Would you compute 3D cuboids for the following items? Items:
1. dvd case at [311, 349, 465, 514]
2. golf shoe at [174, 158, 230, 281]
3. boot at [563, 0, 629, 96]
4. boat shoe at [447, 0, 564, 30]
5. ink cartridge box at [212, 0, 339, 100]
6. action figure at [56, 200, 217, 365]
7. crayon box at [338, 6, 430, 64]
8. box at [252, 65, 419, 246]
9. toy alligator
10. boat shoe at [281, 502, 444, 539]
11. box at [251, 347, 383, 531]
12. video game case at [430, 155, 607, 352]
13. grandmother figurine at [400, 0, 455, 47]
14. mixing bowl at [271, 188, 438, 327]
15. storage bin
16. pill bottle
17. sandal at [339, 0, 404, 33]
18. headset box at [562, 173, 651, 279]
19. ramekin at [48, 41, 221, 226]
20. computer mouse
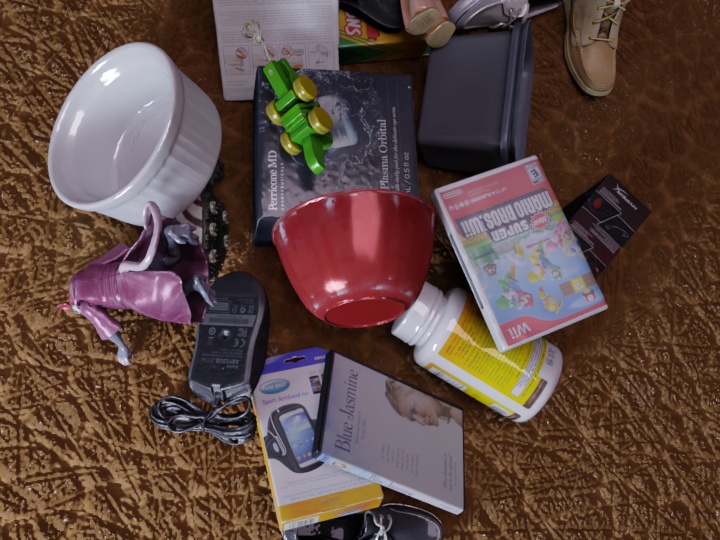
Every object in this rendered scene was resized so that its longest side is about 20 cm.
[{"bbox_3d":[0.039,0.188,0.890,0.199,0.018,0.143,26,43,-19],"label":"dvd case"},{"bbox_3d":[-0.212,-0.080,0.936,0.087,0.077,0.202,-9,74,5],"label":"golf shoe"},{"bbox_3d":[0.355,-0.369,1.077,0.072,0.155,0.202,2,76,-12],"label":"boot"},{"bbox_3d":[0.218,-0.385,1.093,0.199,0.074,0.067,-30,82,-18],"label":"boat shoe"},{"bbox_3d":[-0.106,-0.325,0.973,0.161,0.201,0.050,-2,32,-1],"label":"ink cartridge box"},{"bbox_3d":[-0.267,0.022,0.850,0.199,0.149,0.135,-11,67,18],"label":"action figure"},{"bbox_3d":[0.017,-0.361,1.056,0.198,0.051,0.128,-10,79,-15],"label":"crayon box"},{"bbox_3d":[-0.036,-0.138,0.957,0.198,0.117,0.198,0,77,-11],"label":"box"},{"bbox_3d":[-0.076,-0.202,0.878,0.054,0.059,0.201,-11,73,-56],"label":"toy alligator"},{"bbox_3d":[0.008,0.309,0.885,0.198,0.063,0.073,7,76,-10],"label":"boat shoe"},{"bbox_3d":[-0.058,0.189,0.888,0.118,0.042,0.201,-9,56,-14],"label":"box"},{"bbox_3d":[0.183,-0.023,0.875,0.142,0.017,0.201,-20,79,-15],"label":"video game case"},{"bbox_3d":[0.066,-0.396,1.006,0.060,0.121,0.201,-26,60,22],"label":"grandmother figurine"},{"bbox_3d":[0.000,0.000,0.879,0.198,0.200,0.109,-2,68,-13],"label":"mixing bowl"},{"bbox_3d":[0.157,-0.221,1.020,0.133,0.146,0.202,5,74,17],"label":"storage bin"},{"bbox_3d":[0.142,0.095,0.942,0.199,0.109,0.110,31,72,-4],"label":"pill bottle"},{"bbox_3d":[-0.021,-0.384,1.001,0.199,0.048,0.076,20,73,-7],"label":"sandal"},{"bbox_3d":[0.256,-0.011,0.973,0.075,0.149,0.200,43,72,2],"label":"headset box"},{"bbox_3d":[-0.256,-0.149,0.875,0.199,0.098,0.202,-11,67,28],"label":"ramekin"},{"bbox_3d":[-0.159,0.101,0.898,0.137,0.053,0.201,6,71,20],"label":"computer mouse"}]
